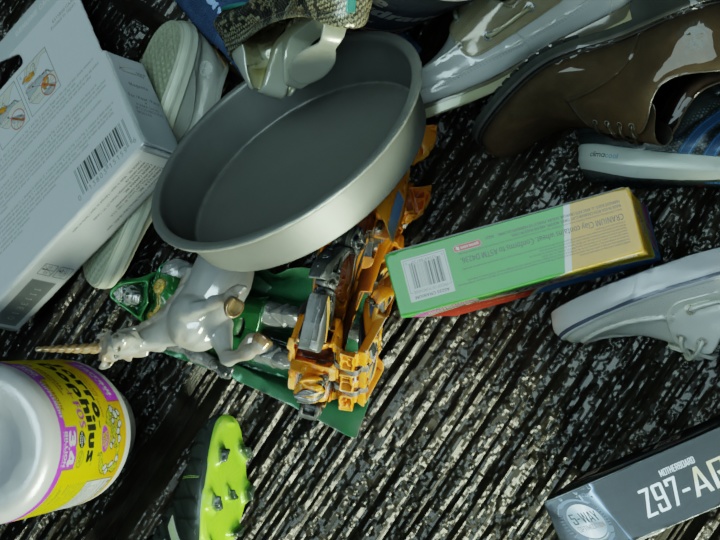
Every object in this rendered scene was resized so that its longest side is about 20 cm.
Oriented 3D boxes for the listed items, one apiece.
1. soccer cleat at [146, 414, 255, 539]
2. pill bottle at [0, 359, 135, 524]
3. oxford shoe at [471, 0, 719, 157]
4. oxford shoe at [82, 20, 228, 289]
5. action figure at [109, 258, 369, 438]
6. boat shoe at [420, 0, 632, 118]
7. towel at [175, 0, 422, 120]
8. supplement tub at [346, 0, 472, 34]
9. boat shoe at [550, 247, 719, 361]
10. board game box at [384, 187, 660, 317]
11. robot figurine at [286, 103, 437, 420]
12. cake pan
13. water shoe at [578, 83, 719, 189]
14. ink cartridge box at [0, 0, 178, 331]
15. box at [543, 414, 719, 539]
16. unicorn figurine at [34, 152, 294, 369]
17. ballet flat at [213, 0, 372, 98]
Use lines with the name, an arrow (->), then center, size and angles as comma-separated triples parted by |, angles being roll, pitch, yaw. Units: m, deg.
soccer cleat -> -0.126, 0.198, 1.269 | 0.081, 0.067, 0.201 | 9, 91, 25
pill bottle -> -0.220, 0.112, 1.220 | 0.104, 0.200, 0.105 | 0, 88, 12
oxford shoe -> 0.158, -0.111, 1.156 | 0.199, 0.073, 0.085 | -26, 74, 33
oxford shoe -> -0.144, -0.078, 1.282 | 0.075, 0.058, 0.201 | 26, 96, 52
action figure -> -0.086, 0.038, 1.270 | 0.199, 0.055, 0.119 | 14, 94, 17
boat shoe -> 0.090, -0.159, 1.219 | 0.199, 0.075, 0.069 | -25, 99, 0
towel -> -0.061, -0.192, 1.262 | 0.112, 0.049, 0.200 | -40, 83, -9
supplement tub -> 0.036, -0.232, 1.139 | 0.140, 0.200, 0.141 | 2, 86, -23
boat shoe -> 0.228, 0.026, 1.192 | 0.199, 0.071, 0.070 | -16, 82, 5
board game box -> 0.110, -0.009, 1.149 | 0.152, 0.200, 0.041 | -15, 86, 12
robot figurine -> 0.000, 0.000, 1.167 | 0.058, 0.145, 0.201 | 13, 60, 7
cake pan -> -0.041, -0.073, 1.142 | 0.200, 0.201, 0.037 | -30, 122, 10
water shoe -> 0.243, -0.095, 1.188 | 0.199, 0.071, 0.079 | 1, 87, 12
ink cartridge box -> -0.228, -0.085, 1.283 | 0.200, 0.043, 0.174 | -42, 55, 25
box -> 0.206, 0.125, 1.124 | 0.160, 0.200, 0.044 | -25, 83, 12
unicorn figurine -> -0.101, 0.011, 1.205 | 0.200, 0.137, 0.074 | -49, 115, -23
ballet flat -> -0.046, -0.149, 1.133 | 0.067, 0.200, 0.076 | 0, 83, -23
